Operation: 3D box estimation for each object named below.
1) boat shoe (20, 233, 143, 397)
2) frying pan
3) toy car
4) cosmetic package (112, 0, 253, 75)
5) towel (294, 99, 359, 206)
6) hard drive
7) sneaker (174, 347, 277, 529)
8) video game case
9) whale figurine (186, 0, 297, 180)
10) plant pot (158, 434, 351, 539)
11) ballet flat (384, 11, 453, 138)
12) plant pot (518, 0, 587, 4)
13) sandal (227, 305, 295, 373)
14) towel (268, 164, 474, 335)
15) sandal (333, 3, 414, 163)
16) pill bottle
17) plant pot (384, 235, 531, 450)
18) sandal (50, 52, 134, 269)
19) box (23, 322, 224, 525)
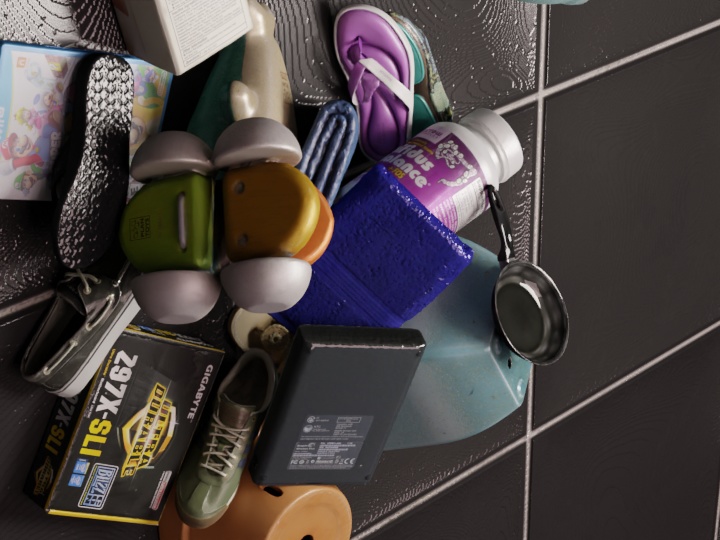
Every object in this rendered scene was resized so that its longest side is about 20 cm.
[{"bbox_3d":[-0.258,0.028,1.578,0.064,0.071,0.201,32,86,-50],"label":"boat shoe"},{"bbox_3d":[0.157,0.016,1.729,0.191,0.031,0.115,55,45,-11],"label":"frying pan"},{"bbox_3d":[-0.121,-0.039,1.527,0.150,0.199,0.176,33,51,-70],"label":"toy car"},{"bbox_3d":[-0.179,-0.295,1.489,0.103,0.087,0.201,-35,132,-29],"label":"cosmetic package"},{"bbox_3d":[-0.033,-0.118,1.676,0.200,0.048,0.112,-88,-160,-87],"label":"towel"},{"bbox_3d":[-0.025,0.143,1.703,0.139,0.033,0.201,3,128,-25],"label":"hard drive"},{"bbox_3d":[-0.142,0.167,1.727,0.090,0.067,0.201,101,13,-59],"label":"sneaker"},{"bbox_3d":[-0.268,-0.135,1.526,0.199,0.018,0.144,0,109,-47],"label":"video game case"},{"bbox_3d":[-0.123,-0.168,1.617,0.159,0.103,0.202,-12,100,-78],"label":"whale figurine"},{"bbox_3d":[-0.104,0.275,1.812,0.199,0.140,0.201,-23,124,-39],"label":"plant pot"},{"bbox_3d":[0.057,-0.219,1.806,0.074,0.074,0.201,-43,137,-23],"label":"ballet flat"},{"bbox_3d":[0.164,-0.380,1.756,0.133,0.200,0.202,-9,118,-14],"label":"plant pot"},{"bbox_3d":[-0.056,0.090,1.824,0.211,0.069,0.078,36,82,-49],"label":"sandal"},{"bbox_3d":[0.000,0.000,1.680,0.148,0.050,0.200,42,108,-15],"label":"towel"},{"bbox_3d":[0.020,-0.192,1.751,0.050,0.082,0.204,-80,160,-48],"label":"sandal"},{"bbox_3d":[0.078,-0.091,1.768,0.200,0.112,0.113,-36,132,-23],"label":"pill bottle"},{"bbox_3d":[0.086,0.073,1.821,0.197,0.199,0.197,59,38,-44],"label":"plant pot"},{"bbox_3d":[-0.252,-0.101,1.519,0.075,0.048,0.202,11,88,-48],"label":"sandal"},{"bbox_3d":[-0.241,0.156,1.678,0.159,0.049,0.201,18,95,-48],"label":"box"}]
